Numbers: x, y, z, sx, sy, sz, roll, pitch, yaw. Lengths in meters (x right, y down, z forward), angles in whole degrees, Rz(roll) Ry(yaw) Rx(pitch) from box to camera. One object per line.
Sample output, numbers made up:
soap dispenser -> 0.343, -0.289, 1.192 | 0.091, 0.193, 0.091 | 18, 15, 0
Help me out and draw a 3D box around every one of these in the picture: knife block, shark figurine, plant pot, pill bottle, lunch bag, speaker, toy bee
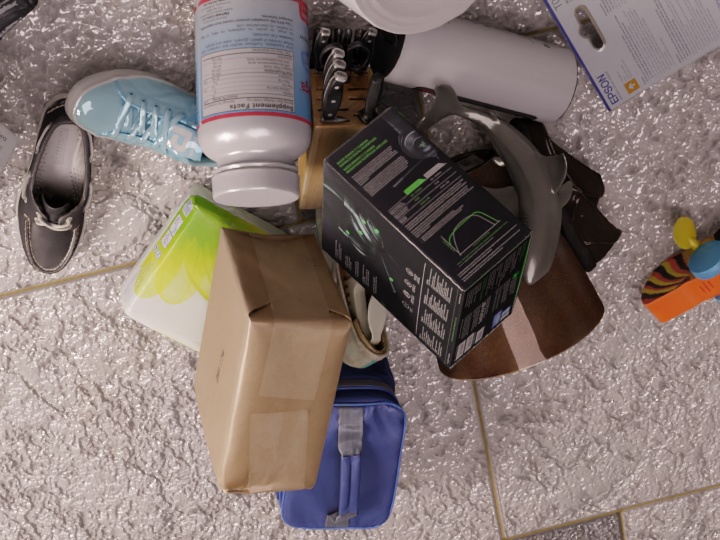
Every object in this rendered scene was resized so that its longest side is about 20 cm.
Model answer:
knife block -> -0.019, -0.140, 1.535 | 0.064, 0.176, 0.200 | -1, 106, -9
shark figurine -> 0.158, -0.110, 1.559 | 0.128, 0.089, 0.215 | -38, 96, -30
plant pot -> 0.133, -0.018, 1.656 | 0.187, 0.187, 0.200 | -22, 105, 3
pill bottle -> -0.101, -0.166, 1.500 | 0.109, 0.109, 0.200 | -1, 81, -9
lunch bag -> -0.029, 0.199, 1.763 | 0.136, 0.132, 0.200 | 0, 119, -10
speaker -> 0.111, -0.205, 1.567 | 0.200, 0.081, 0.081 | 11, 118, -26
toy bee -> 0.408, -0.014, 1.747 | 0.200, 0.109, 0.131 | -6, 133, 22

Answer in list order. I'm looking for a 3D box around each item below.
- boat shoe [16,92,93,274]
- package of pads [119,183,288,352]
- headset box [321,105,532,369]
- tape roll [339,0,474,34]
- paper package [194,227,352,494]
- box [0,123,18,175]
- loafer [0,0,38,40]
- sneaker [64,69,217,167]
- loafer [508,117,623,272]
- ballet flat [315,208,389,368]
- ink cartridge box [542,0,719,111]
boat shoe -> -0.304, -0.077, 1.597 | 0.074, 0.060, 0.200 | 12, 117, -15
package of pads -> -0.136, 0.020, 1.679 | 0.200, 0.068, 0.155 | 30, 110, -23
headset box -> 0.052, -0.033, 1.508 | 0.093, 0.200, 0.174 | -40, 160, -20
tape roll -> 0.048, -0.318, 1.429 | 0.202, 0.071, 0.203 | -24, 135, -26
paper package -> -0.094, 0.085, 1.573 | 0.103, 0.191, 0.200 | 3, 119, -17
box -> -0.465, -0.103, 1.468 | 0.199, 0.131, 0.200 | -23, 127, 41
loafer -> -0.377, -0.204, 1.507 | 0.200, 0.068, 0.070 | -33, 117, 18
sneaker -> -0.184, -0.143, 1.540 | 0.200, 0.082, 0.074 | 6, 112, -33
loafer -> 0.217, -0.092, 1.681 | 0.071, 0.073, 0.200 | -34, 123, -3
ballet flat -> 0.000, 0.000, 1.642 | 0.067, 0.062, 0.200 | -7, 87, -37
ink cartridge box -> 0.288, -0.289, 1.589 | 0.200, 0.043, 0.196 | -30, 121, 10
